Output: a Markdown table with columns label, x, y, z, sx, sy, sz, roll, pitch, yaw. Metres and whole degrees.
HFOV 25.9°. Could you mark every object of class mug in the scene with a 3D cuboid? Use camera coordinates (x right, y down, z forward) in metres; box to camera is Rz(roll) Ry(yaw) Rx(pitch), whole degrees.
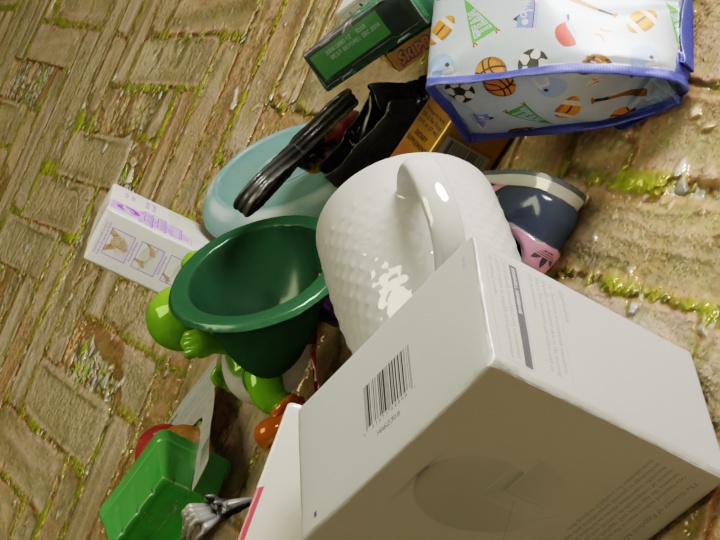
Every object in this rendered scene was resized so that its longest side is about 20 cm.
| label | x | y | z | sx | sy | sz | roll | pitch | yaw |
| --- | --- | --- | --- | --- | --- | --- | --- | --- | --- |
| mug | 0.053 | 0.006 | 1.150 | 0.200 | 0.147 | 0.176 | 87 | 170 | -46 |

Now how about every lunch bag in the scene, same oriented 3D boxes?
| label | x | y | z | sx | sy | sz | roll | pitch | yaw |
| --- | --- | --- | --- | --- | --- | --- | --- | --- | --- |
| lunch bag | 0.167 | -0.202 | 1.253 | 0.200 | 0.124 | 0.170 | -6 | 66 | 25 |

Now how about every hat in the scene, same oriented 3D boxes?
| label | x | y | z | sx | sy | sz | roll | pitch | yaw |
| --- | --- | --- | --- | --- | --- | --- | --- | --- | --- |
| hat | -0.072 | 0.076 | 1.417 | 0.165 | 0.176 | 0.200 | -4 | 34 | 21 |

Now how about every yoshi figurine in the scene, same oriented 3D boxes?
| label | x | y | z | sx | sy | sz | roll | pitch | yaw |
| --- | --- | --- | --- | --- | --- | --- | --- | --- | --- |
| yoshi figurine | -0.130 | 0.081 | 1.464 | 0.112 | 0.112 | 0.200 | -42 | 76 | 40 |

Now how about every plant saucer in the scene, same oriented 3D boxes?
| label | x | y | z | sx | sy | sz | roll | pitch | yaw |
| --- | --- | --- | --- | --- | --- | --- | --- | --- | --- |
| plant saucer | -0.072 | -0.097 | 1.590 | 0.200 | 0.027 | 0.200 | -17 | 31 | 10 |

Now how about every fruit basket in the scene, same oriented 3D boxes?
| label | x | y | z | sx | sy | sz | roll | pitch | yaw |
| --- | --- | --- | --- | --- | --- | --- | --- | --- | --- |
| fruit basket | -0.195 | 0.209 | 1.634 | 0.185 | 0.094 | 0.200 | -53 | 14 | 21 |

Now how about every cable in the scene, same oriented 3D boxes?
| label | x | y | z | sx | sy | sz | roll | pitch | yaw |
| --- | --- | --- | --- | --- | --- | --- | --- | --- | --- |
| cable | -0.046 | -0.106 | 1.457 | 0.097 | 0.050 | 0.200 | -47 | 3 | 33 |

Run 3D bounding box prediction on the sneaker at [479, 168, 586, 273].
| label | x | y | z | sx | sy | sz | roll | pitch | yaw |
| --- | --- | --- | --- | --- | --- | --- | --- | --- | --- |
| sneaker | 0.102 | -0.035 | 1.306 | 0.200 | 0.070 | 0.082 | -2 | 64 | 62 |

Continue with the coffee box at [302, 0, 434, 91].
| label | x | y | z | sx | sy | sz | roll | pitch | yaw |
| --- | --- | --- | --- | --- | --- | --- | --- | --- | --- |
| coffee box | 0.035 | -0.236 | 1.413 | 0.123 | 0.044 | 0.200 | -30 | 11 | 32 |

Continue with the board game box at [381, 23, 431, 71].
| label | x | y | z | sx | sy | sz | roll | pitch | yaw |
| --- | --- | --- | --- | --- | --- | --- | --- | --- | --- |
| board game box | 0.064 | -0.226 | 1.477 | 0.095 | 0.030 | 0.200 | -35 | 7 | 4 |

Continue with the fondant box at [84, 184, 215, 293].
| label | x | y | z | sx | sy | sz | roll | pitch | yaw |
| --- | --- | --- | --- | --- | --- | --- | --- | --- | --- |
| fondant box | -0.173 | -0.009 | 1.580 | 0.058 | 0.200 | 0.144 | -64 | 11 | 9 |

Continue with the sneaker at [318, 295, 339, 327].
| label | x | y | z | sx | sy | sz | roll | pitch | yaw |
| --- | --- | --- | --- | --- | --- | --- | --- | --- | --- |
| sneaker | 0.000 | 0.000 | 1.451 | 0.200 | 0.080 | 0.089 | 146 | 135 | -60 |

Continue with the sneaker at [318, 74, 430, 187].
| label | x | y | z | sx | sy | sz | roll | pitch | yaw |
| --- | --- | --- | --- | --- | --- | --- | --- | --- | --- |
| sneaker | 0.053 | -0.152 | 1.455 | 0.200 | 0.104 | 0.060 | -58 | 28 | 12 |

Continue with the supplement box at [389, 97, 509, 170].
| label | x | y | z | sx | sy | sz | roll | pitch | yaw |
| --- | --- | --- | --- | --- | --- | --- | --- | --- | --- |
| supplement box | 0.112 | -0.158 | 1.399 | 0.200 | 0.069 | 0.067 | -55 | 29 | 10 |

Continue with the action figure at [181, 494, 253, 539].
| label | x | y | z | sx | sy | sz | roll | pitch | yaw |
| --- | --- | --- | --- | --- | --- | --- | --- | --- | --- |
| action figure | -0.100 | 0.253 | 1.373 | 0.200 | 0.102 | 0.119 | -49 | 63 | 33 |

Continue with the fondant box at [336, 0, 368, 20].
| label | x | y | z | sx | sy | sz | roll | pitch | yaw |
| --- | --- | --- | --- | --- | --- | --- | --- | --- | --- |
| fondant box | 0.075 | -0.330 | 1.585 | 0.200 | 0.058 | 0.144 | -27 | 30 | 49 |

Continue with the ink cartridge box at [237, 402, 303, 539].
| label | x | y | z | sx | sy | sz | roll | pitch | yaw |
| --- | --- | --- | --- | --- | --- | --- | --- | --- | --- |
| ink cartridge box | -0.031 | 0.196 | 1.218 | 0.200 | 0.083 | 0.147 | 72 | -143 | -75 |

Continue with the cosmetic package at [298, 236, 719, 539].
| label | x | y | z | sx | sy | sz | roll | pitch | yaw |
| --- | --- | --- | --- | --- | --- | --- | --- | --- | --- |
| cosmetic package | 0.095 | 0.115 | 1.046 | 0.199 | 0.200 | 0.123 | -46 | 30 | 31 |
